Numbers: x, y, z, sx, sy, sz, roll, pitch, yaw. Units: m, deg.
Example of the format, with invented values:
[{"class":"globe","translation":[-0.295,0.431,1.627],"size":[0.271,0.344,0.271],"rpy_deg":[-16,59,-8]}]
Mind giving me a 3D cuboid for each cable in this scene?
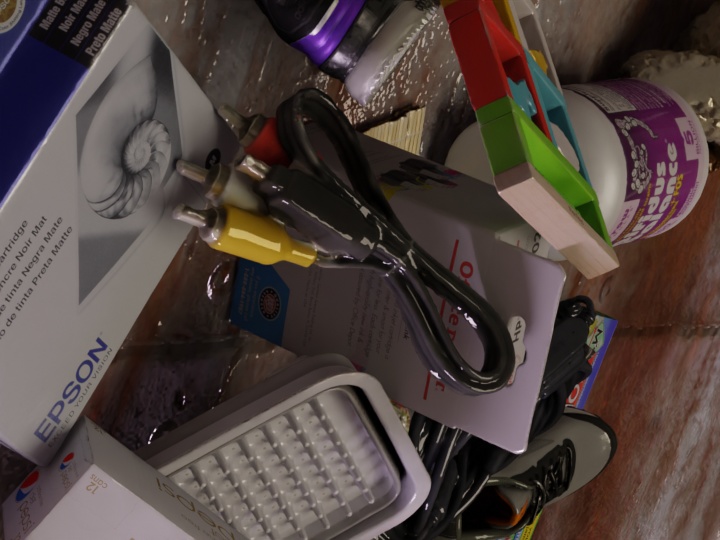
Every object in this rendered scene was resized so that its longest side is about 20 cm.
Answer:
[{"class":"cable","translation":[-0.001,-0.015,1.045],"size":[0.200,0.050,0.097],"rpy_deg":[37,58,-24]},{"class":"cable","translation":[0.070,0.102,1.293],"size":[0.200,0.051,0.163],"rpy_deg":[-41,165,-28]}]

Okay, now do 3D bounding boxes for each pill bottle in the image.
[{"class":"pill bottle","translation":[0.139,-0.065,1.351],"size":[0.200,0.112,0.113],"rpy_deg":[-14,122,-55]}]

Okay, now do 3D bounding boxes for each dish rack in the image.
[{"class":"dish rack","translation":[-0.069,0.124,1.141],"size":[0.199,0.044,0.172],"rpy_deg":[-28,143,-1]}]

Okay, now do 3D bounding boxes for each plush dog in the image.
[{"class":"plush dog","translation":[0.280,-0.154,1.512],"size":[0.172,0.160,0.201],"rpy_deg":[29,84,-84]}]

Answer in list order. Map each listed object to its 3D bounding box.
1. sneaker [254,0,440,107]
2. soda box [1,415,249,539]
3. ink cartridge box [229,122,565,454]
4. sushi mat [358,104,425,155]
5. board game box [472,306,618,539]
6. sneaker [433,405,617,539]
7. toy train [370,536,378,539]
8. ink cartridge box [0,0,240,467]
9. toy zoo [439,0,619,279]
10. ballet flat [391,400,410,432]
[{"class":"sneaker","translation":[-0.010,-0.150,1.078],"size":[0.070,0.099,0.200],"rpy_deg":[-55,-177,13]},{"class":"soda box","translation":[-0.084,0.164,1.051],"size":[0.200,0.064,0.068],"rpy_deg":[40,97,-22]},{"class":"ink cartridge box","translation":[0.032,0.006,1.133],"size":[0.068,0.200,0.116],"rpy_deg":[-21,128,-52]},{"class":"sushi mat","translation":[0.000,0.000,1.268],"size":[0.096,0.012,0.201],"rpy_deg":[-29,134,-49]},{"class":"board game box","translation":[0.118,0.118,1.534],"size":[0.134,0.029,0.201],"rpy_deg":[12,100,-60]},{"class":"sneaker","translation":[0.108,0.150,1.439],"size":[0.200,0.079,0.074],"rpy_deg":[-15,116,-37]},{"class":"toy train","translation":[-0.058,0.229,1.227],"size":[0.200,0.056,0.042],"rpy_deg":[-42,163,3]},{"class":"ink cartridge box","translation":[-0.151,-0.030,0.966],"size":[0.200,0.040,0.200],"rpy_deg":[-60,150,-12]},{"class":"toy zoo","translation":[0.078,-0.105,1.073],"size":[0.131,0.020,0.201],"rpy_deg":[37,34,-58]},{"class":"ballet flat","translation":[-0.013,0.137,1.294],"size":[0.200,0.064,0.076],"rpy_deg":[-24,129,-51]}]
